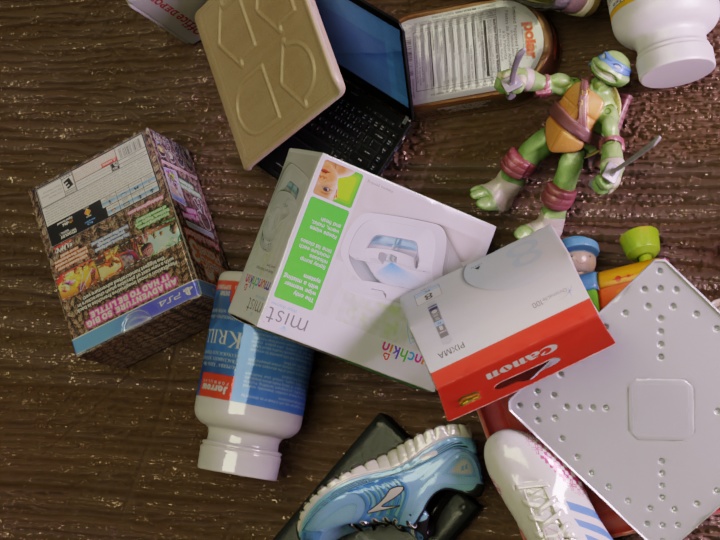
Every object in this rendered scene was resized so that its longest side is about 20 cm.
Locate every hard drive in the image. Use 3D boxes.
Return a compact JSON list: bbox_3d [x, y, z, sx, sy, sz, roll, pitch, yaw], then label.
[{"bbox_3d":[0.007,0.261,1.593,0.140,0.033,0.200,43,98,24],"label":"hard drive"}]

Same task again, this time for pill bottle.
[{"bbox_3d":[0.285,-0.281,1.541,0.104,0.104,0.200,-14,75,20],"label":"pill bottle"},{"bbox_3d":[-0.107,0.108,1.627,0.112,0.112,0.200,6,82,24],"label":"pill bottle"}]

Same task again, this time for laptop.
[{"bbox_3d":[-0.041,-0.180,1.642,0.177,0.103,0.200,37,95,39],"label":"laptop"}]

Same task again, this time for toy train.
[{"bbox_3d":[0.276,0.009,1.509,0.200,0.085,0.116,-15,59,18],"label":"toy train"}]

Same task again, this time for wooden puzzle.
[{"bbox_3d":[-0.087,-0.225,1.652,0.200,0.046,0.186,-35,68,49],"label":"wooden puzzle"}]

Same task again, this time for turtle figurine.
[{"bbox_3d":[0.176,-0.119,1.518,0.144,0.200,0.194,25,118,-5],"label":"turtle figurine"}]

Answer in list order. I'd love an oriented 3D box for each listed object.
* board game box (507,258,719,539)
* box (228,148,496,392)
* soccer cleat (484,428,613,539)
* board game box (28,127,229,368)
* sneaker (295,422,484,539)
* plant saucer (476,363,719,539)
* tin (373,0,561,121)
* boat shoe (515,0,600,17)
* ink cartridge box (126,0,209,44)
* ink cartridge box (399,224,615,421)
[{"bbox_3d":[0.268,0.120,1.431,0.200,0.026,0.200,43,111,-1],"label":"board game box"},{"bbox_3d":[0.000,0.000,1.554,0.097,0.200,0.177,15,83,67],"label":"box"},{"bbox_3d":[0.181,0.232,1.456,0.070,0.086,0.200,-37,94,22],"label":"soccer cleat"},{"bbox_3d":[-0.241,-0.022,1.718,0.159,0.097,0.200,-25,71,17],"label":"board game box"},{"bbox_3d":[0.028,0.224,1.532,0.200,0.078,0.090,-31,73,15],"label":"sneaker"},{"bbox_3d":[0.220,0.148,1.487,0.200,0.037,0.200,-17,101,19],"label":"plant saucer"},{"bbox_3d":[0.105,-0.216,1.644,0.200,0.042,0.112,-8,81,21],"label":"tin"},{"bbox_3d":[0.154,-0.306,1.594,0.201,0.066,0.072,39,121,42],"label":"boat shoe"},{"bbox_3d":[-0.145,-0.341,1.713,0.200,0.146,0.083,-26,70,16],"label":"ink cartridge box"},{"bbox_3d":[0.125,0.043,1.427,0.160,0.200,0.047,-25,111,4],"label":"ink cartridge box"}]
